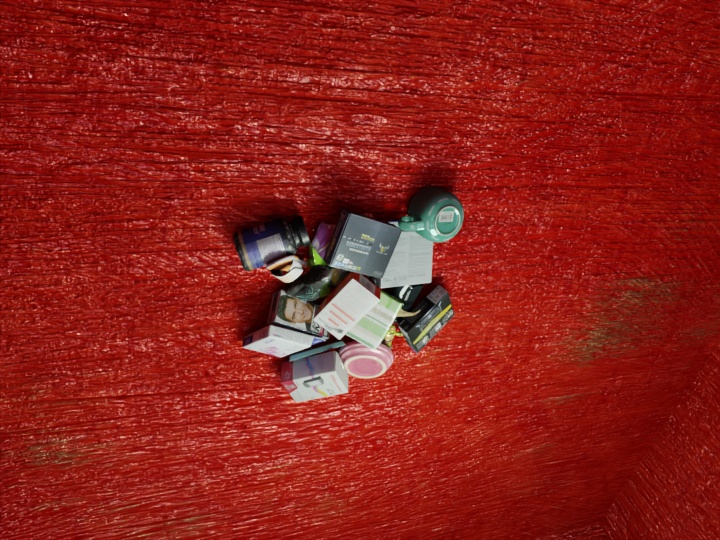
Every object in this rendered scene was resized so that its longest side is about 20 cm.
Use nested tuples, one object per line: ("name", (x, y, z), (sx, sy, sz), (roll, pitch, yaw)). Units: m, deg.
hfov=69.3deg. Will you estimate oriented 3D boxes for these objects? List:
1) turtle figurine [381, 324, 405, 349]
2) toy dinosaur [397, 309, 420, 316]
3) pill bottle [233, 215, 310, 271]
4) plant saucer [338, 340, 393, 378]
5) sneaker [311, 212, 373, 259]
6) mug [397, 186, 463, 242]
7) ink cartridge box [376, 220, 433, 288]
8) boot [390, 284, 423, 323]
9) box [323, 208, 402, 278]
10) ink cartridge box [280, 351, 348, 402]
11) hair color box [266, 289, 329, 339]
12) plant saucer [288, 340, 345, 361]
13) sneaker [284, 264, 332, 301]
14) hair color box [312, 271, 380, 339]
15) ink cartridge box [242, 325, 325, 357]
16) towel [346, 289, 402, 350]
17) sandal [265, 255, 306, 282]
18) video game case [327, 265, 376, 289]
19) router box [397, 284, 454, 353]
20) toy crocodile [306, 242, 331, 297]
("turtle figurine", (0.084, 0.239, 1.826), (0.196, 0.065, 0.163), (-5, 133, -29))
("toy dinosaur", (0.101, 0.137, 1.666), (0.197, 0.058, 0.102), (24, 108, -22))
("pill bottle", (-0.244, -0.081, 1.449), (0.196, 0.112, 0.113), (-20, 128, -7))
("plant saucer", (0.017, 0.318, 1.819), (0.196, 0.052, 0.203), (2, 139, 2))
("sneaker", (-0.058, -0.123, 1.517), (0.114, 0.073, 0.200), (46, 73, 0))
("mug", (0.220, -0.151, 1.545), (0.185, 0.114, 0.152), (-47, 121, -1))
("ink cartridge box", (0.138, -0.055, 1.618), (0.193, 0.043, 0.205), (-4, 100, -29))
("boot", (0.099, 0.086, 1.717), (0.196, 0.077, 0.171), (8, 117, -20))
("box", (0.008, -0.073, 1.476), (0.197, 0.051, 0.160), (14, 105, -38))
("ink cartridge box", (-0.154, 0.364, 1.770), (0.196, 0.087, 0.149), (-13, 136, 12))
("hair color box", (-0.186, 0.143, 1.628), (0.197, 0.101, 0.060), (23, 154, -31))
("plant saucer", (-0.149, 0.271, 1.768), (0.196, 0.070, 0.019), (-14, 86, -10))
("sneaker", (-0.140, 0.040, 1.531), (0.079, 0.076, 0.198), (39, 144, -26))
("hair color box", (-0.041, 0.103, 1.572), (0.110, 0.064, 0.200), (37, 116, -16))
("ink cartridge box", (-0.242, 0.231, 1.637), (0.197, 0.044, 0.195), (21, 152, -29))
("towel", (0.029, 0.141, 1.631), (0.147, 0.031, 0.202), (29, 118, -1))
("sandal", (-0.195, 0.001, 1.486), (0.078, 0.060, 0.206), (-22, 171, 14))
("video game case", (0.000, 0.000, 1.618), (0.199, 0.025, 0.182), (-41, 132, -8))
("router box", (0.229, 0.167, 1.782), (0.200, 0.052, 0.158), (-43, 143, -11))
("toy crocodile", (-0.124, -0.002, 1.586), (0.067, 0.062, 0.203), (-28, 128, -22))
